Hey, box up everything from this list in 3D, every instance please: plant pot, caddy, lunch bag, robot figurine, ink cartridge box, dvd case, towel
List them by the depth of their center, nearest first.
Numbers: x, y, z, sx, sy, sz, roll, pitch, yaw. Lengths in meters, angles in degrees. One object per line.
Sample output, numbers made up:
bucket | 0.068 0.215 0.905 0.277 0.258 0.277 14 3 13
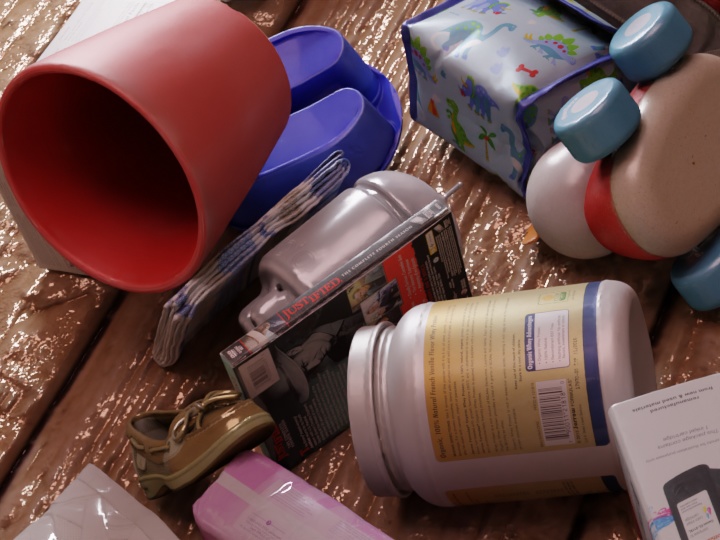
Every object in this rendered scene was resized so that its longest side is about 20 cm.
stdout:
ink cartridge box | 0.226 0.189 1.150 0.082 0.147 0.201 -17 42 2
dvd case | -0.003 0.051 1.392 0.199 0.147 0.022 -37 52 -14
robot figurine | 0.000 0.000 1.465 0.200 0.113 0.169 -39 9 -18
plant pot | -0.157 -0.114 1.474 0.199 0.202 0.177 10 38 31
towel | -0.089 -0.006 1.511 0.024 0.147 0.200 45 68 6
lunch bag | 0.161 -0.176 1.579 0.199 0.128 0.170 -27 45 -24
caddy | -0.062 -0.119 1.626 0.198 0.105 0.143 -22 62 9

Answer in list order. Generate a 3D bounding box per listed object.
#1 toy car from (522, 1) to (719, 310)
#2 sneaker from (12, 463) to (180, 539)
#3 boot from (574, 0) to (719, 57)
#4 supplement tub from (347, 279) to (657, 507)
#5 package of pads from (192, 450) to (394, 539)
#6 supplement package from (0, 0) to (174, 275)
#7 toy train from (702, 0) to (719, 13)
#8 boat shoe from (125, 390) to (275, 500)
toy car | 0.200 -0.075 1.453 0.199 0.185 0.177 -15 32 54
sneaker | -0.184 0.226 1.351 0.115 0.074 0.199 -42 35 -18
boot | 0.252 -0.220 1.519 0.199 0.073 0.182 32 32 2
supplement tub | 0.101 0.088 1.309 0.198 0.145 0.145 -7 44 16
package of pads | -0.018 0.212 1.251 0.076 0.121 0.199 -43 45 -22
supplement package | -0.220 -0.118 1.651 0.110 0.157 0.201 9 50 27
toy train | 0.244 -0.305 1.615 0.115 0.201 0.085 -3 45 26
boat shoe | -0.123 0.118 1.356 0.073 0.064 0.200 -28 -1 -24
